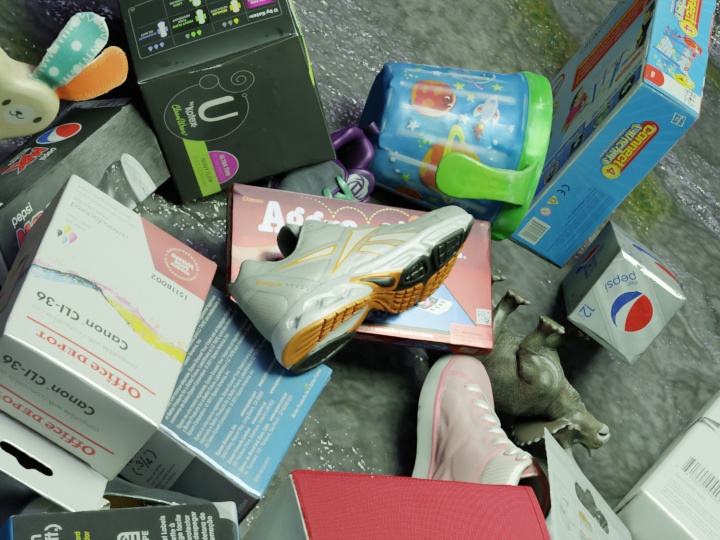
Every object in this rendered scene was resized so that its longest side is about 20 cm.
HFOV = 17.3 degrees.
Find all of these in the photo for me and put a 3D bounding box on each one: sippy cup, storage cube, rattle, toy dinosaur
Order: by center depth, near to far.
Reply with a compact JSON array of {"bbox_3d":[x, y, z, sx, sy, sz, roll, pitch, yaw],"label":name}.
[{"bbox_3d":[0.017,0.245,1.466,0.179,0.171,0.200,7,50,-30],"label":"storage cube"},{"bbox_3d":[-0.253,-0.092,1.588,0.199,0.130,0.143,0,37,-9],"label":"rattle"},{"bbox_3d":[0.103,0.064,1.769,0.200,0.102,0.077,34,12,15],"label":"toy dinosaur"},{"bbox_3d":[0.069,-0.104,1.875,0.130,0.178,0.140,14,73,-11],"label":"sippy cup"}]

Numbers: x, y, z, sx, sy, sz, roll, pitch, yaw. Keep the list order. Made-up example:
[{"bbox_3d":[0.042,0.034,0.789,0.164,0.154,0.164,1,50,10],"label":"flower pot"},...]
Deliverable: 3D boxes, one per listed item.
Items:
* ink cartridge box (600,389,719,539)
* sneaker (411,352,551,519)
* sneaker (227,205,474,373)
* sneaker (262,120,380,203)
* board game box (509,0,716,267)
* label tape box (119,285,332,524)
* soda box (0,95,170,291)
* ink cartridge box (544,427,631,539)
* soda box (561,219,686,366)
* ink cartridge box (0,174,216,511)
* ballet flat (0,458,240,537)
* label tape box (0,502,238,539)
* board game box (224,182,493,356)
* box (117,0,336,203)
[{"bbox_3d":[0.284,0.186,1.790,0.146,0.085,0.200,44,42,6],"label":"ink cartridge box"},{"bbox_3d":[0.092,0.135,1.666,0.075,0.104,0.200,57,33,-35],"label":"sneaker"},{"bbox_3d":[-0.006,-0.011,1.658,0.200,0.076,0.092,-29,64,-38],"label":"sneaker"},{"bbox_3d":[-0.035,-0.039,1.746,0.074,0.087,0.200,45,34,-29],"label":"sneaker"},{"bbox_3d":[0.208,-0.135,1.945,0.056,0.200,0.196,30,41,-11],"label":"board game box"},{"bbox_3d":[-0.135,0.069,1.602,0.200,0.063,0.144,36,40,-4],"label":"label tape box"},{"bbox_3d":[-0.214,-0.048,1.633,0.200,0.063,0.071,-47,125,-50],"label":"soda box"},{"bbox_3d":[0.147,0.233,1.607,0.163,0.057,0.200,50,23,-45],"label":"ink cartridge box"},{"bbox_3d":[0.201,0.015,1.830,0.063,0.068,0.200,37,8,-2],"label":"soda box"},{"bbox_3d":[-0.173,0.048,1.484,0.116,0.068,0.200,32,40,-15],"label":"ink cartridge box"},{"bbox_3d":[-0.160,0.162,1.484,0.200,0.073,0.073,13,46,-31],"label":"ballet flat"},{"bbox_3d":[-0.165,0.216,1.370,0.199,0.063,0.144,-3,53,-10],"label":"label tape box"},{"bbox_3d":[0.000,0.000,1.707,0.200,0.019,0.103,8,65,-18],"label":"board game box"},{"bbox_3d":[-0.109,-0.181,1.758,0.124,0.149,0.200,-17,54,0],"label":"box"}]
